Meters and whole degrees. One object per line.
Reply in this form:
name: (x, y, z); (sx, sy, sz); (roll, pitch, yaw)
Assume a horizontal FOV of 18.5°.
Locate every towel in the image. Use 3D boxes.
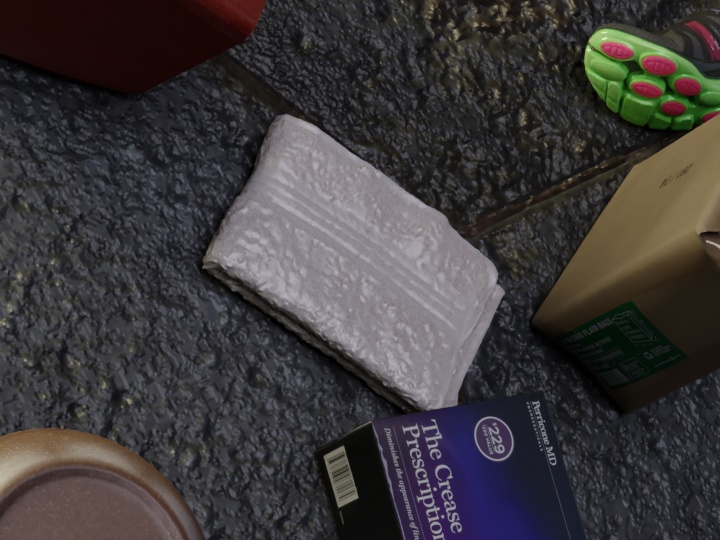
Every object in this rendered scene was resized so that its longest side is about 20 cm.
towel: (0.000, 0.000, 1.464); (0.200, 0.034, 0.133); (35, 57, -14)

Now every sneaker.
sneaker: (0.247, -0.154, 1.658); (0.200, 0.077, 0.084); (8, 50, -31)

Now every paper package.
paper package: (0.242, -0.020, 1.513); (0.103, 0.200, 0.191); (44, 55, -9)

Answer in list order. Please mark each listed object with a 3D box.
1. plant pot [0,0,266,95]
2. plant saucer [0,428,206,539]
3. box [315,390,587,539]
plant pot: (-0.149, -0.226, 1.377); (0.176, 0.200, 0.200); (35, 57, -27)
plant saucer: (-0.167, 0.185, 1.291); (0.200, 0.037, 0.201); (11, 67, -26)
box: (0.071, 0.189, 1.407); (0.141, 0.079, 0.200); (-7, 75, -35)
